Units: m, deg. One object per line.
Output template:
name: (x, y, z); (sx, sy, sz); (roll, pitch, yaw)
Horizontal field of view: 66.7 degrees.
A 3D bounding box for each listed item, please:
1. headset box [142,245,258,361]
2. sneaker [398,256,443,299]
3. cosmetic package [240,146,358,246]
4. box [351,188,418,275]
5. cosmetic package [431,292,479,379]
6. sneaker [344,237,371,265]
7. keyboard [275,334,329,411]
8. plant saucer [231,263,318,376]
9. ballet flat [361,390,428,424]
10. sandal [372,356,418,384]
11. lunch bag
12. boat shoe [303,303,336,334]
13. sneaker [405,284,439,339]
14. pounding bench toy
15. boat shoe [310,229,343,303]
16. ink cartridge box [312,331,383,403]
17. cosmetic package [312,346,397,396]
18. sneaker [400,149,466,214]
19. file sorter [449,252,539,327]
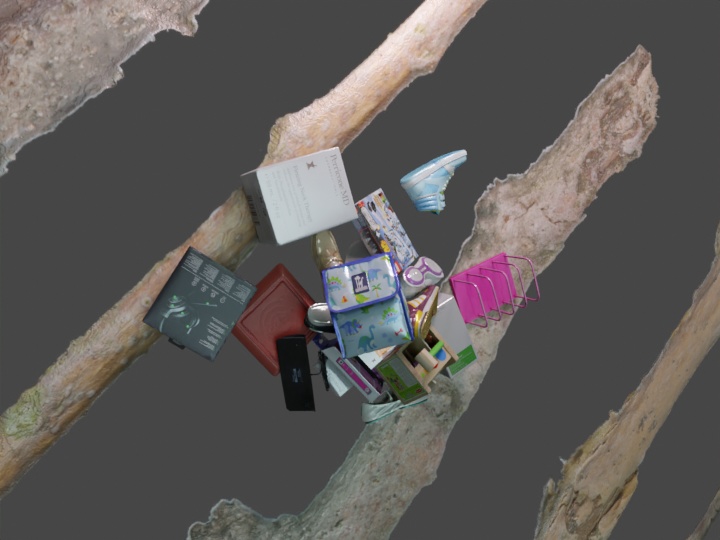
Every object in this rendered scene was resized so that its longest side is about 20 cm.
headset box: (-0.350, 0.078, 1.196); (0.173, 0.093, 0.202); (32, 81, -13)
sneaker: (0.144, 0.024, 1.425); (0.075, 0.100, 0.199); (50, 35, 16)
cosmetic package: (-0.142, -0.167, 1.241); (0.198, 0.166, 0.170); (-21, 103, -22)
box: (0.056, -0.090, 1.352); (0.202, 0.040, 0.137); (60, 36, -7)
cosmetic package: (0.228, 0.174, 1.479); (0.107, 0.085, 0.202); (-31, 107, -17)
sneaker: (0.000, 0.000, 1.353); (0.083, 0.073, 0.201); (73, 31, -42)
keyboard: (-0.130, 0.246, 1.303); (0.125, 0.021, 0.203); (-2, 110, 10)
plant saucer: (-0.195, 0.122, 1.314); (0.200, 0.037, 0.201); (-45, 109, -14)
ballet flat: (0.090, 0.343, 1.449); (0.197, 0.069, 0.071); (-16, 101, -20)
sandal: (0.079, 0.264, 1.439); (0.200, 0.050, 0.084); (7, 92, -23)
lunch bag: (0.017, 0.074, 1.214); (0.168, 0.127, 0.203); (-15, 92, 5)
boat shoe: (-0.039, 0.118, 1.324); (0.197, 0.060, 0.077); (10, 61, -16)
sneaker: (0.138, 0.091, 1.350); (0.089, 0.200, 0.076); (8, 118, 17)
pounding bench toy: (0.161, 0.213, 1.349); (0.156, 0.200, 0.125); (-38, 85, -35)
boat shoe: (-0.069, -0.009, 1.339); (0.073, 0.069, 0.203); (-19, 102, -21)
ink cartridge box: (-0.027, 0.215, 1.278); (0.200, 0.095, 0.037); (44, 99, 0)
cosmetic package: (-0.011, 0.211, 1.369); (0.199, 0.071, 0.102); (-40, 89, -15)
sneaker: (0.211, -0.225, 1.442); (0.198, 0.079, 0.132); (-29, 104, -9)
file sorter: (0.375, 0.055, 1.511); (0.198, 0.125, 0.141); (-24, 104, -20)
